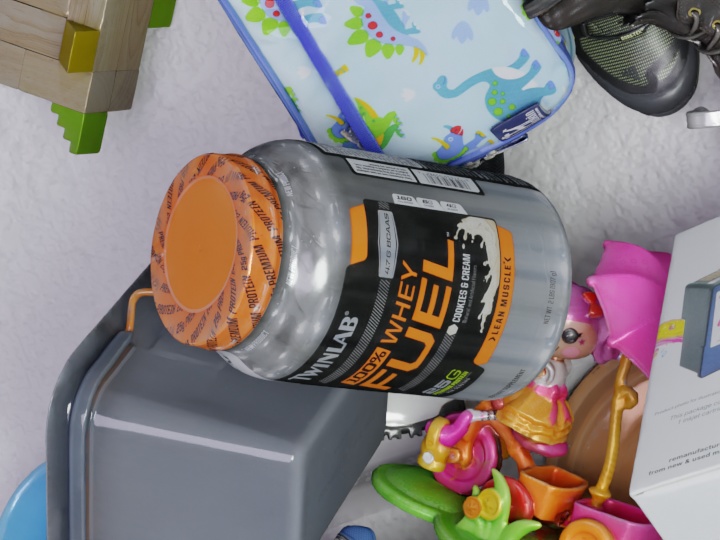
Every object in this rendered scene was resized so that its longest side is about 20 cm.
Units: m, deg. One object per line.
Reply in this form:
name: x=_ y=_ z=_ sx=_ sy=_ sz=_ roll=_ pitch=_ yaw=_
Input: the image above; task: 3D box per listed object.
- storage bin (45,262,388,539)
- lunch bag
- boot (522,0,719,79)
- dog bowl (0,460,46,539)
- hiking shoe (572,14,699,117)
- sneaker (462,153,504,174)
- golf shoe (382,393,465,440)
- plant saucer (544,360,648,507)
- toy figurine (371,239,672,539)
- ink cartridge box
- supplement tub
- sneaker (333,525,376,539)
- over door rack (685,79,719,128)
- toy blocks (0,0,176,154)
storage bin: x=-0.068 y=0.072 z=1.387 sx=0.133 sy=0.200 sz=0.147 roll=11 pitch=119 yaw=14
lunch bag: x=0.013 y=-0.145 z=1.372 sx=0.160 sy=0.083 sz=0.201 roll=-24 pitch=111 yaw=17
boot: x=0.197 y=-0.103 z=1.328 sx=0.199 sy=0.069 sz=0.175 roll=-20 pitch=96 yaw=-10
dog bowl: x=-0.178 y=0.199 z=1.535 sx=0.111 sy=0.049 sz=0.201 roll=-21 pitch=49 yaw=35
hiking shoe: x=0.122 y=-0.173 z=1.414 sx=0.075 sy=0.101 sz=0.201 roll=-26 pitch=90 yaw=20
sneaker: x=0.023 y=-0.112 z=1.486 sx=0.074 sy=0.088 sz=0.201 roll=-25 pitch=113 yaw=-5
golf shoe: x=-0.030 y=0.042 z=1.511 sx=0.198 sy=0.078 sz=0.095 roll=13 pitch=102 yaw=15
plant saucer: x=0.201 y=0.130 z=1.474 sx=0.199 sy=0.032 sz=0.202 roll=3 pitch=99 yaw=17
toy figurine: x=0.118 y=0.069 z=1.406 sx=0.199 sy=0.150 sz=0.185 roll=25 pitch=104 yaw=30
ink cartridge box: x=0.214 y=0.080 z=1.283 sx=0.087 sy=0.201 sz=0.146 roll=-19 pitch=123 yaw=30
supplement tub: x=0.000 y=0.000 z=1.322 sx=0.122 sy=0.199 sz=0.124 roll=-13 pitch=74 yaw=53
sneaker: x=0.066 y=0.198 z=1.464 sx=0.199 sy=0.077 sz=0.086 roll=20 pitch=70 yaw=-5
over door rack: x=0.276 y=-0.092 z=1.402 sx=0.198 sy=0.067 sz=0.149 roll=-6 pitch=96 yaw=5
toy blocks: x=-0.189 y=-0.186 z=1.528 sx=0.136 sy=0.100 sz=0.202 roll=20 pitch=105 yaw=26
